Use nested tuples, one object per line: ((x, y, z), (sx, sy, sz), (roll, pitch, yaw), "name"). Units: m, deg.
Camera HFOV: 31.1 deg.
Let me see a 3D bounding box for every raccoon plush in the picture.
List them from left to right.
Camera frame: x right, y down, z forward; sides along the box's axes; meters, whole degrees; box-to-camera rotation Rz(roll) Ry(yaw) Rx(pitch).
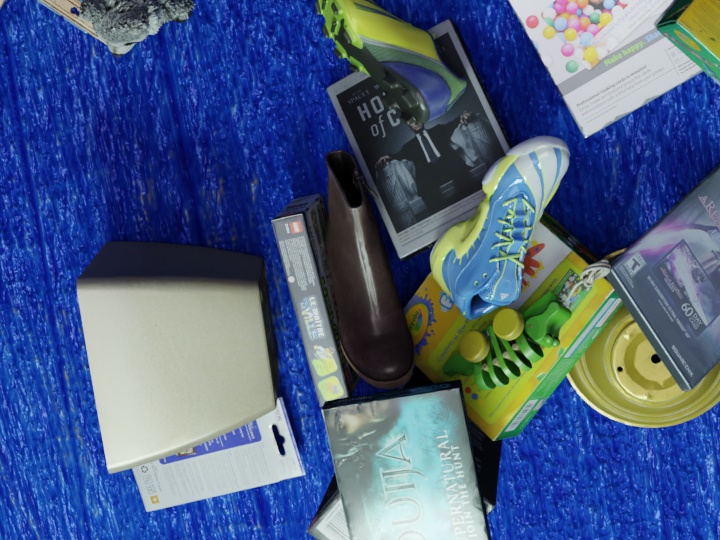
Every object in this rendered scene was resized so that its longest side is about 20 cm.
((-0.233, -0.317, 1.293), (0.096, 0.134, 0.202), (-2, 103, 11), "raccoon plush")

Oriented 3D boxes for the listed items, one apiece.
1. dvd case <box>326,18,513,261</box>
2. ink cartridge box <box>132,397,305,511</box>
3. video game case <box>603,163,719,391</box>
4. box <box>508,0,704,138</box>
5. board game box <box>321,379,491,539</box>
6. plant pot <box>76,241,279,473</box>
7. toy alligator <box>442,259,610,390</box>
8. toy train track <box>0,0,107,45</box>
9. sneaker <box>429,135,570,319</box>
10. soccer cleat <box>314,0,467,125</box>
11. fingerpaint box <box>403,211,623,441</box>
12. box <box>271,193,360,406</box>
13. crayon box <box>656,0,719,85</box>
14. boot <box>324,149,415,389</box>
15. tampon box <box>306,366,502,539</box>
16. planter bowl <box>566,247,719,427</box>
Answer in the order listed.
((0.068, -0.132, 1.310), (0.149, 0.025, 0.201), (-27, 76, 14), "dvd case")
((-0.164, 0.204, 1.462), (0.198, 0.037, 0.096), (-14, 100, 15), "ink cartridge box")
((0.341, 0.001, 1.273), (0.200, 0.019, 0.143), (-38, 97, -25), "video game case")
((0.242, -0.257, 1.280), (0.155, 0.041, 0.201), (-28, 97, 14), "box")
((0.048, 0.211, 1.224), (0.134, 0.028, 0.202), (-10, 101, 10), "board game box")
((-0.180, 0.076, 1.361), (0.175, 0.200, 0.202), (-6, 103, 0), "plant pot")
((0.162, 0.064, 1.232), (0.199, 0.059, 0.055), (-35, 53, 24), "toy alligator")
((-0.331, -0.296, 1.372), (0.199, 0.033, 0.115), (33, 99, -6), "toy train track")
((0.144, -0.030, 1.221), (0.075, 0.106, 0.200), (6, 138, -31), "sneaker")
((0.028, -0.230, 1.300), (0.083, 0.065, 0.201), (-31, 68, -19), "soccer cleat")
((0.150, 0.042, 1.323), (0.167, 0.073, 0.201), (42, 108, 23), "fingerpaint box")
((-0.042, 0.028, 1.360), (0.034, 0.110, 0.202), (-12, 101, 12), "box")
((0.397, -0.215, 1.231), (0.200, 0.058, 0.119), (40, 89, -8), "crayon box")
((0.000, 0.000, 1.283), (0.072, 0.201, 0.167), (-15, 137, -4), "boot")
((0.052, 0.218, 1.344), (0.126, 0.200, 0.150), (38, 105, -1), "tampon box")
((0.301, 0.080, 1.330), (0.198, 0.083, 0.203), (2, 104, 9), "planter bowl")
